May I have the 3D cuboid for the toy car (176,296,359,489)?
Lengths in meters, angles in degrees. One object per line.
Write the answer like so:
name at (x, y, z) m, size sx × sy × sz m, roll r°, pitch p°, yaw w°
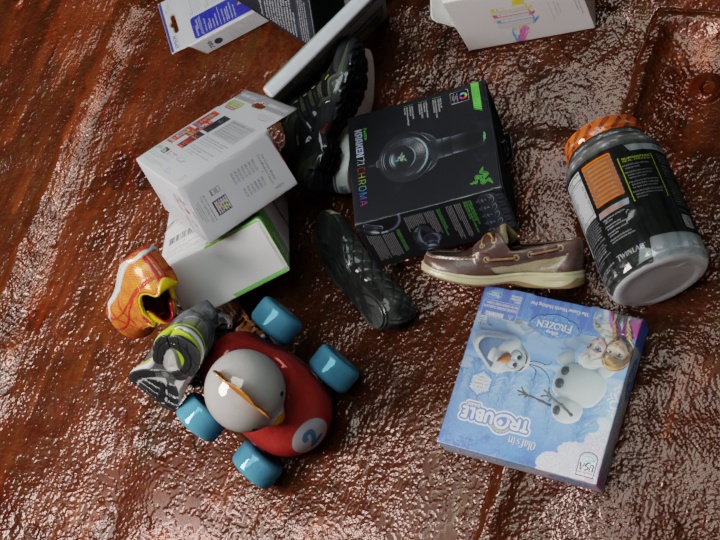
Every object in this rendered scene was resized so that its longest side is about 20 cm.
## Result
toy car at (-0.117, 0.151, 1.643) m, size 0.176 × 0.200 × 0.185 m, roll 39°, pitch 93°, yaw 1°

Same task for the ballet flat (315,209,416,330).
ballet flat at (0.000, 0.000, 1.776) m, size 0.201 × 0.056 × 0.067 m, roll 56°, pitch 138°, yaw 31°

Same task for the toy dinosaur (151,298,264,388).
toy dinosaur at (-0.190, 0.073, 1.798) m, size 0.199 × 0.103 × 0.136 m, roll 18°, pitch 60°, yaw 46°

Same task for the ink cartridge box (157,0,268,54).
ink cartridge box at (-0.188, -0.381, 2.010) m, size 0.198 × 0.039 × 0.100 m, roll -24°, pitch 62°, yaw 11°

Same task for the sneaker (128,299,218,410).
sneaker at (-0.217, 0.104, 1.692) m, size 0.074 × 0.200 × 0.081 m, roll 40°, pitch 54°, yaw -5°

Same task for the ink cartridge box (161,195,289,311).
ink cartridge box at (-0.169, -0.045, 1.782) m, size 0.144 × 0.084 × 0.201 m, roll -27°, pitch 25°, yaw 10°

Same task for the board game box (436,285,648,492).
board game box at (0.210, 0.133, 1.627) m, size 0.198 × 0.043 × 0.201 m, roll 11°, pitch 75°, yaw 26°

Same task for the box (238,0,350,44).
box at (-0.065, -0.432, 1.899) m, size 0.198 × 0.124 × 0.200 m, roll 36°, pitch 65°, yaw 27°

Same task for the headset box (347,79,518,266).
headset box at (0.094, -0.121, 1.732) m, size 0.198 × 0.093 × 0.176 m, roll -13°, pitch 54°, yaw 14°

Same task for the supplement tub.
supplement tub at (0.312, -0.071, 1.623) m, size 0.121 × 0.123 × 0.202 m, roll -23°, pitch 62°, yaw 13°

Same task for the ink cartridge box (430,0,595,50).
ink cartridge box at (0.189, -0.378, 1.799) m, size 0.198 × 0.125 × 0.130 m, roll -7°, pitch 66°, yaw 20°

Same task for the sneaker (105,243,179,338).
sneaker at (-0.258, 0.045, 1.683) m, size 0.073 × 0.200 × 0.077 m, roll -32°, pitch 76°, yaw -21°

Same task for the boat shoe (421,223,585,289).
boat shoe at (0.170, -0.021, 1.678) m, size 0.198 × 0.072 × 0.073 m, roll 4°, pitch 103°, yaw 20°

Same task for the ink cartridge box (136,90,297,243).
ink cartridge box at (-0.163, -0.134, 1.739) m, size 0.175 × 0.084 × 0.200 m, roll -35°, pitch 25°, yaw -11°

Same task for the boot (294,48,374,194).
boot at (-0.040, -0.200, 1.852) m, size 0.089 × 0.073 × 0.202 m, roll 4°, pitch 71°, yaw 18°

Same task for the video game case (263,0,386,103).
video game case at (-0.043, -0.287, 1.834) m, size 0.022 × 0.182 × 0.200 m, roll 45°, pitch 90°, yaw 3°

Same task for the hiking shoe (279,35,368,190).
hiking shoe at (-0.060, -0.209, 1.788) m, size 0.100 × 0.076 × 0.202 m, roll 19°, pitch 87°, yaw 23°
